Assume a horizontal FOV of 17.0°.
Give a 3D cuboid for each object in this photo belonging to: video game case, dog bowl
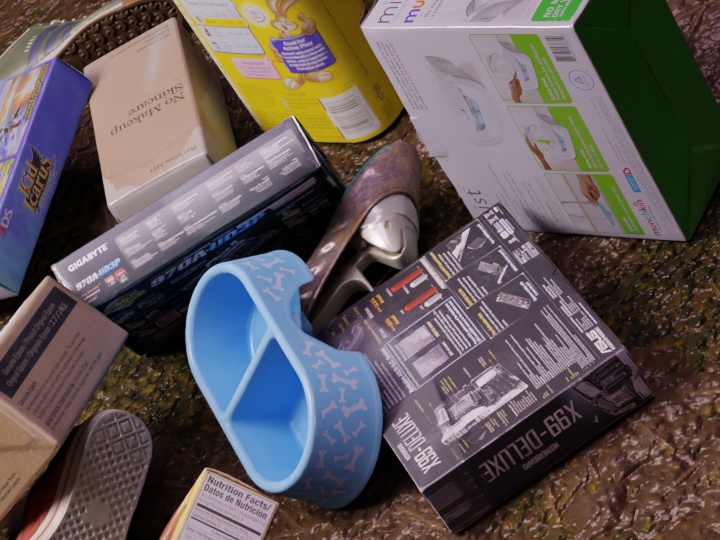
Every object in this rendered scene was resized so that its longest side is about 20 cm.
[{"bbox_3d":[-0.310,-0.059,1.936,0.181,0.045,0.200,-16,50,47],"label":"video game case"},{"bbox_3d":[-0.056,0.070,1.597,0.200,0.050,0.112,58,132,40],"label":"dog bowl"}]

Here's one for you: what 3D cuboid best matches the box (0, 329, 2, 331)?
[{"bbox_3d":[-0.377,0.084,1.839,0.200,0.038,0.137,-5,9,33],"label":"box"}]

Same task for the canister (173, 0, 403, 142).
[{"bbox_3d":[-0.063,-0.193,1.828,0.148,0.200,0.087,7,53,41],"label":"canister"}]

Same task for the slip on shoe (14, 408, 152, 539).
[{"bbox_3d":[-0.194,0.182,1.544,0.061,0.074,0.200,-17,46,54],"label":"slip on shoe"}]

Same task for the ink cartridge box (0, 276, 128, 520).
[{"bbox_3d":[-0.255,0.121,1.600,0.200,0.075,0.165,-50,8,25],"label":"ink cartridge box"}]

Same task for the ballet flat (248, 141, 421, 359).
[{"bbox_3d":[0.000,0.000,1.692,0.067,0.068,0.200,22,74,43],"label":"ballet flat"}]

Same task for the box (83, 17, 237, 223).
[{"bbox_3d":[-0.153,-0.102,1.898,0.095,0.078,0.200,-29,37,8],"label":"box"}]

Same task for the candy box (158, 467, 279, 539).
[{"bbox_3d":[-0.122,0.233,1.472,0.200,0.056,0.117,-65,5,-32],"label":"candy box"}]

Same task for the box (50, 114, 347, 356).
[{"bbox_3d":[-0.105,-0.021,1.715,0.200,0.159,0.046,-32,74,3],"label":"box"}]

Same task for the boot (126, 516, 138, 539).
[{"bbox_3d":[-0.224,0.203,1.627,0.150,0.073,0.200,-30,44,2],"label":"boot"}]

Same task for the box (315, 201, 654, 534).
[{"bbox_3d":[0.077,0.060,1.576,0.158,0.050,0.200,-36,37,-1],"label":"box"}]

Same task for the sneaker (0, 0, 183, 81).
[{"bbox_3d":[-0.252,-0.195,2.079,0.200,0.067,0.090,-36,42,4],"label":"sneaker"}]

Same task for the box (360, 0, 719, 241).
[{"bbox_3d":[0.126,-0.120,1.611,0.176,0.200,0.097,4,51,41],"label":"box"}]
